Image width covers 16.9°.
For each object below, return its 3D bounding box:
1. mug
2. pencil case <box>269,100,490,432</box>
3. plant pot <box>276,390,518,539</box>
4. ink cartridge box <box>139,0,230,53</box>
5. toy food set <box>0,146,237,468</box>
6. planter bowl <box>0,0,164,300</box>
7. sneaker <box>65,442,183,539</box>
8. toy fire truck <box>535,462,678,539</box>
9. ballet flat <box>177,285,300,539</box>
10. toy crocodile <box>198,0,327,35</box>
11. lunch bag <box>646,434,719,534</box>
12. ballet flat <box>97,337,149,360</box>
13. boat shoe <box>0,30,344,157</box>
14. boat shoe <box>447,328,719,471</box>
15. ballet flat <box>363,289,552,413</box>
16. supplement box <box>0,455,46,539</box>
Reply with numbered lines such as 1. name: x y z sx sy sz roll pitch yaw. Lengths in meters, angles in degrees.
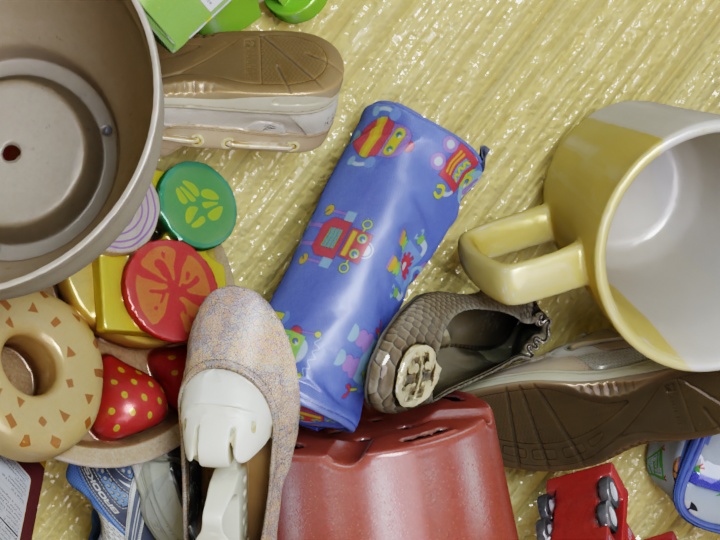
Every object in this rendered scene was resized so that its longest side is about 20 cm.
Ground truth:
1. mug: 0.166 -0.039 1.447 0.186 0.153 0.150 16 101 -22
2. pencil case: 0.000 0.000 1.419 0.200 0.078 0.087 -64 152 -14
3. plant pot: 0.017 0.182 1.455 0.200 0.201 0.196 -10 102 -16
4. ink cartridge box: -0.068 -0.224 1.312 0.200 0.148 0.076 -43 115 -2
5. toy food set: -0.152 0.012 1.367 0.200 0.049 0.198 4 72 -33
6. planter bowl: -0.191 -0.073 1.255 0.200 0.135 0.201 -1 79 5
7. sneaker: -0.124 0.170 1.466 0.085 0.077 0.200 -6 125 13
8. toy fire truck: 0.156 0.199 1.493 0.049 0.200 0.141 -19 117 19
9. ballet flat: -0.071 0.109 1.346 0.068 0.067 0.200 5 113 14
10. toy crocodile: -0.024 -0.207 1.384 0.200 0.062 0.068 -45 154 1
11. lunch bag: 0.294 0.110 1.582 0.200 0.076 0.161 14 104 -21
12. ballet flat: -0.199 0.023 1.397 0.200 0.069 0.071 27 80 -24
13. boat shoe: -0.110 -0.096 1.371 0.200 0.074 0.069 6 135 1
14. boat shoe: 0.150 0.072 1.501 0.200 0.065 0.072 -11 121 16
15. ballet flat: 0.062 0.045 1.432 0.200 0.046 0.068 -16 126 -61
16. supplement box: -0.293 0.154 1.298 0.197 0.200 0.133 -31 116 16
